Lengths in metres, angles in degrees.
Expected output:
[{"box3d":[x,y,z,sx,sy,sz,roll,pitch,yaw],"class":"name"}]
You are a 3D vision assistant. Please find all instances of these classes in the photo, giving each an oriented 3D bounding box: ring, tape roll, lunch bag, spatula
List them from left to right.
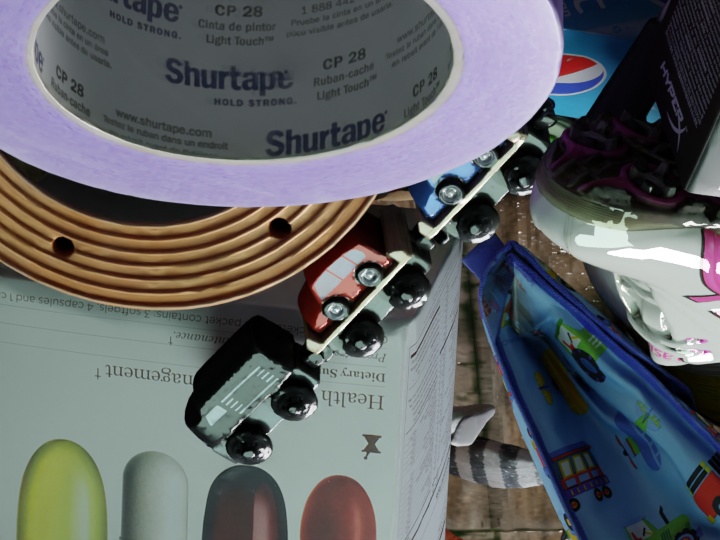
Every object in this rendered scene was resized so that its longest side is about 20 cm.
[{"box3d":[-0.079,-0.078,1.059,0.199,0.019,0.202,3,116,6],"class":"ring"},{"box3d":[-0.036,-0.101,0.926,0.198,0.086,0.200,-1,155,0],"class":"tape roll"},{"box3d":[0.105,0.072,1.248,0.094,0.200,0.151,-37,170,4],"class":"lunch bag"},{"box3d":[0.113,-0.101,1.030,0.056,0.021,0.201,16,117,-23],"class":"spatula"}]

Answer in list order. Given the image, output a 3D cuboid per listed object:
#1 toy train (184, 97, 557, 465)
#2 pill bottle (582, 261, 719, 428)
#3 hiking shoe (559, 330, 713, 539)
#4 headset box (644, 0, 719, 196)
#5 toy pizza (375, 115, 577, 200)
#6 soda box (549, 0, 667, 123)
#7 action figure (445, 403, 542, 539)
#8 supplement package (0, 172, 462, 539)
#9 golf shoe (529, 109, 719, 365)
[{"box3d":[0.000,0.000,1.106,0.046,0.034,0.200,32,119,-25],"class":"toy train"},{"box3d":[0.155,-0.009,1.236,0.112,0.113,0.200,-8,157,18],"class":"pill bottle"},{"box3d":[0.153,0.070,1.442,0.075,0.101,0.200,8,156,-20],"class":"hiking shoe"},{"box3d":[0.198,-0.114,0.965,0.148,0.075,0.201,6,130,-16],"class":"headset box"},{"box3d":[0.014,-0.066,1.211,0.199,0.032,0.200,0,157,0],"class":"toy pizza"},{"box3d":[0.108,-0.095,1.098,0.199,0.065,0.068,7,156,-17],"class":"soda box"},{"box3d":[0.017,0.119,1.511,0.193,0.104,0.201,20,141,48],"class":"action figure"},{"box3d":[-0.063,0.081,1.257,0.190,0.201,0.147,6,-161,9],"class":"supplement package"},{"box3d":[0.125,-0.001,1.060,0.199,0.073,0.092,8,115,-48],"class":"golf shoe"}]
